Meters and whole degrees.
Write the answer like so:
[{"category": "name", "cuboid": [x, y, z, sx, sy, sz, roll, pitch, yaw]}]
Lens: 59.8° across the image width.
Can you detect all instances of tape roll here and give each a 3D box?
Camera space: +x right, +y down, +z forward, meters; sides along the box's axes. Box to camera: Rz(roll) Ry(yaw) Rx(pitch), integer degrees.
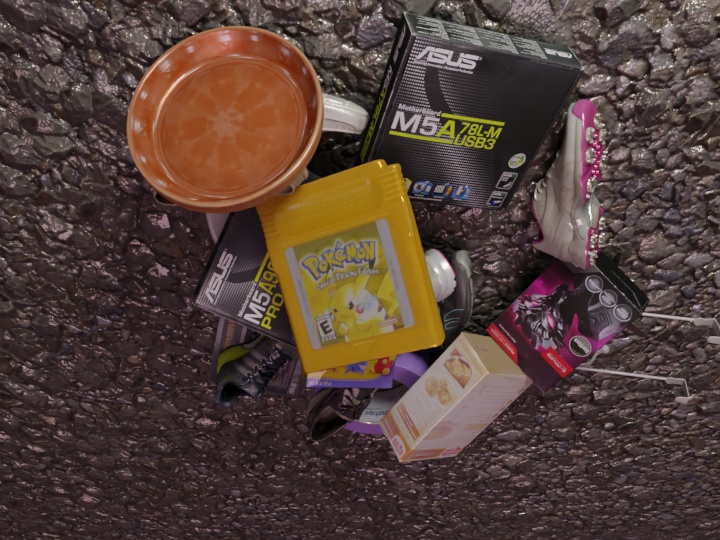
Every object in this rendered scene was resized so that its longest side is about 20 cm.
[{"category": "tape roll", "cuboid": [0.023, 0.186, 1.027, 0.193, 0.067, 0.204, 1, 134, 1]}]

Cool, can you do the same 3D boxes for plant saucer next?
[{"category": "plant saucer", "cuboid": [-0.132, -0.149, 0.620, 0.193, 0.207, 0.032, -1, 159, 4]}]

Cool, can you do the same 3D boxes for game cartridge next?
[{"category": "game cartridge", "cuboid": [-0.014, -0.001, 0.683, 0.172, 0.032, 0.206, -14, 97, 22]}]

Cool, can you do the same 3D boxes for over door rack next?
[{"category": "over door rack", "cuboid": [0.392, 0.098, 0.905, 0.195, 0.067, 0.150, 15, 138, 19]}]

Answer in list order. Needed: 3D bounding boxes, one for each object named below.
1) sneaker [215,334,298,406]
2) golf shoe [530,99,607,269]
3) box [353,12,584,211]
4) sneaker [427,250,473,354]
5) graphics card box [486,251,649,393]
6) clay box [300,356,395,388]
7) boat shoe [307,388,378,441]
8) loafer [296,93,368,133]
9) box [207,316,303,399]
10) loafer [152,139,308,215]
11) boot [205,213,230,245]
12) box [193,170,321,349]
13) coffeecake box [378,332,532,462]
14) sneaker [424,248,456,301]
[{"category": "sneaker", "cuboid": [-0.139, 0.140, 0.909, 0.198, 0.082, 0.073, -32, 126, 30]}, {"category": "golf shoe", "cuboid": [0.238, -0.097, 0.732, 0.090, 0.075, 0.205, 14, 127, 36]}, {"category": "box", "cuboid": [0.108, -0.158, 0.673, 0.194, 0.048, 0.195, 4, 138, -19]}, {"category": "sneaker", "cuboid": [0.115, 0.054, 0.885, 0.077, 0.077, 0.204, 4, 134, 2]}, {"category": "graphics card box", "cuboid": [0.277, 0.063, 0.858, 0.126, 0.050, 0.201, 48, 131, 13]}, {"category": "clay box", "cuboid": [-0.006, 0.038, 0.756, 0.111, 0.048, 0.207, 3, 105, -15]}, {"category": "boat shoe", "cuboid": [-0.019, 0.197, 0.947, 0.071, 0.066, 0.200, 29, 129, -23]}, {"category": "loafer", "cuboid": [-0.089, -0.161, 0.681, 0.193, 0.070, 0.072, 7, 105, 7]}, {"category": "box", "cuboid": [-0.149, 0.113, 0.976, 0.154, 0.049, 0.203, 13, 133, -9]}, {"category": "loafer", "cuboid": [-0.145, -0.096, 0.676, 0.194, 0.070, 0.076, 4, 159, 27]}, {"category": "boot", "cuboid": [-0.147, -0.019, 0.829, 0.072, 0.090, 0.204, -33, 108, -19]}, {"category": "box", "cuboid": [-0.093, -0.023, 0.767, 0.157, 0.044, 0.204, 25, 94, -22]}, {"category": "coffeecake box", "cuboid": [0.147, 0.193, 0.937, 0.151, 0.074, 0.201, 12, 125, -46]}, {"category": "sneaker", "cuboid": [0.044, 0.052, 0.854, 0.087, 0.082, 0.202, -20, 153, -39]}]
